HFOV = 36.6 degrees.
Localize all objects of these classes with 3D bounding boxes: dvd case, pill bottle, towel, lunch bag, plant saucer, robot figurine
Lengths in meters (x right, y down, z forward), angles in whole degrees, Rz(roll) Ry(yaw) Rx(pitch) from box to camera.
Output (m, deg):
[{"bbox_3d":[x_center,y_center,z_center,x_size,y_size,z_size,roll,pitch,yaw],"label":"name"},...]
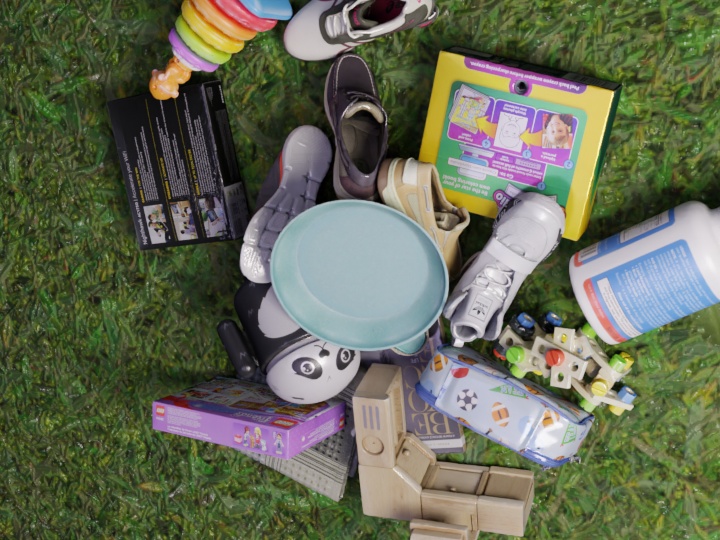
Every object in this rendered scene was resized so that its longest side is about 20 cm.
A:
[{"bbox_3d":[0.045,0.139,1.372,0.149,0.016,0.200,-7,102,23],"label":"dvd case"},{"bbox_3d":[0.336,-0.006,1.164,0.200,0.112,0.112,-26,93,26],"label":"pill bottle"},{"bbox_3d":[-0.081,0.182,1.420,0.200,0.035,0.193,23,109,24],"label":"towel"},{"bbox_3d":[0.171,0.155,1.249,0.200,0.160,0.076,29,96,19],"label":"lunch bag"},{"bbox_3d":[0.000,0.000,1.213,0.200,0.036,0.200,4,124,7],"label":"plant saucer"},{"bbox_3d":[-0.079,0.064,1.324,0.150,0.125,0.200,-34,66,21],"label":"robot figurine"}]

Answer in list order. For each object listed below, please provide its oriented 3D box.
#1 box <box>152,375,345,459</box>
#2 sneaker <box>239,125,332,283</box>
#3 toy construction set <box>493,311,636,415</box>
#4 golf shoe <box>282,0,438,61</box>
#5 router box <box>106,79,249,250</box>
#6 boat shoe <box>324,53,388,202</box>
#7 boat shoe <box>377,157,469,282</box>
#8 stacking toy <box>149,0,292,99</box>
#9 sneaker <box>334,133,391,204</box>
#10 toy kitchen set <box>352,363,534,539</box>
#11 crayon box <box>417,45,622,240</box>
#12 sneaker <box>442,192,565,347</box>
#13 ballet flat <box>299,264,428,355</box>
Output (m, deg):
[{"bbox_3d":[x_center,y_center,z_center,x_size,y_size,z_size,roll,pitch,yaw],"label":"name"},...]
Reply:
[{"bbox_3d":[-0.138,0.179,1.353,0.200,0.137,0.039,8,102,28],"label":"box"},{"bbox_3d":[-0.092,-0.074,1.308,0.077,0.082,0.200,28,76,-18],"label":"sneaker"},{"bbox_3d":[0.227,0.101,1.206,0.092,0.200,0.131,-49,60,12],"label":"toy construction set"},{"bbox_3d":[-0.012,-0.291,1.242,0.200,0.088,0.077,-14,100,26],"label":"golf shoe"},{"bbox_3d":[-0.231,-0.132,1.390,0.149,0.051,0.200,-5,102,25],"label":"router box"},{"bbox_3d":[0.000,-0.169,1.230,0.072,0.200,0.065,7,151,-15],"label":"boat shoe"},{"bbox_3d":[0.087,-0.050,1.226,0.076,0.072,0.200,-2,147,26],"label":"boat shoe"},{"bbox_3d":[-0.185,-0.278,1.297,0.116,0.110,0.200,47,112,8],"label":"stacking toy"},{"bbox_3d":[-0.011,-0.087,1.307,0.116,0.076,0.200,-29,74,50],"label":"sneaker"},{"bbox_3d":[0.090,0.235,1.277,0.200,0.163,0.181,4,117,18],"label":"toy kitchen set"},{"bbox_3d":[0.172,-0.144,1.222,0.200,0.058,0.173,17,112,17],"label":"crayon box"},{"bbox_3d":[0.155,0.006,1.201,0.075,0.115,0.200,29,142,-3],"label":"sneaker"},{"bbox_3d":[-0.002,0.031,1.296,0.200,0.062,0.067,43,96,-13],"label":"ballet flat"}]
